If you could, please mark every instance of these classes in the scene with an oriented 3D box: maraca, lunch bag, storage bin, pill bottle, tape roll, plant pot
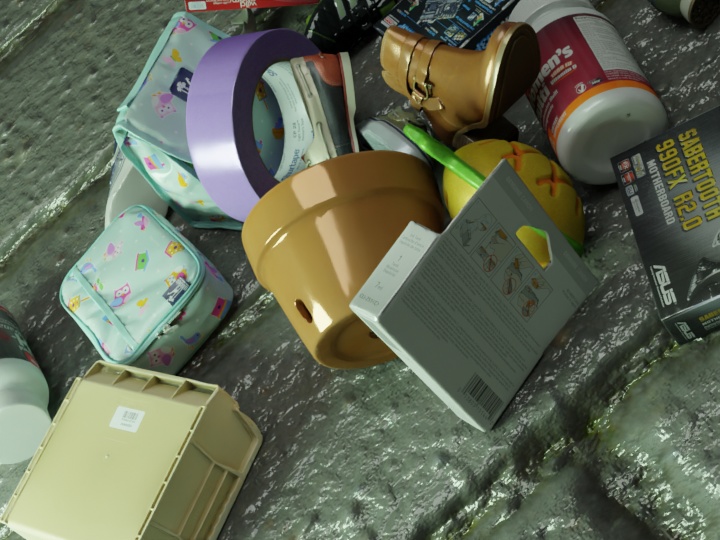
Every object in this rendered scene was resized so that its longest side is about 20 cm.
[{"bbox_3d":[0.124,-0.074,1.374,0.200,0.137,0.107,37,94,8],"label":"maraca"},{"bbox_3d":[-0.240,0.029,1.636,0.160,0.077,0.200,-46,43,-3],"label":"lunch bag"},{"bbox_3d":[-0.175,-0.165,1.647,0.121,0.200,0.171,6,61,39],"label":"lunch bag"},{"bbox_3d":[-0.227,0.205,1.482,0.199,0.094,0.199,7,62,40],"label":"storage bin"},{"bbox_3d":[-0.415,0.125,1.669,0.111,0.111,0.200,-42,44,2],"label":"pill bottle"},{"bbox_3d":[-0.097,-0.153,1.579,0.065,0.200,0.201,-4,56,35],"label":"tape roll"},{"bbox_3d":[0.213,-0.185,1.438,0.109,0.110,0.201,-32,45,13],"label":"pill bottle"},{"bbox_3d":[0.000,0.000,1.411,0.199,0.200,0.141,-29,61,16],"label":"plant pot"}]

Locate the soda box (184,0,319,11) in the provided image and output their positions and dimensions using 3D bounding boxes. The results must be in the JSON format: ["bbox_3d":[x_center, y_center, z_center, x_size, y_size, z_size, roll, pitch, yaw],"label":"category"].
[{"bbox_3d":[-0.114,-0.359,1.784,0.198,0.064,0.070,-2,39,3],"label":"soda box"}]

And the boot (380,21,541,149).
[{"bbox_3d":[0.087,-0.195,1.421,0.155,0.201,0.074,40,61,19],"label":"boot"}]

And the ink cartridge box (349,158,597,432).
[{"bbox_3d":[0.104,0.020,1.297,0.045,0.200,0.177,28,77,46],"label":"ink cartridge box"}]

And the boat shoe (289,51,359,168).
[{"bbox_3d":[-0.032,-0.128,1.551,0.062,0.071,0.202,-6,89,-8],"label":"boat shoe"}]

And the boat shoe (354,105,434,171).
[{"bbox_3d":[0.042,-0.138,1.525,0.062,0.072,0.200,-37,20,-2],"label":"boat shoe"}]

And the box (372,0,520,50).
[{"bbox_3d":[0.112,-0.275,1.598,0.159,0.046,0.200,-42,29,3],"label":"box"}]

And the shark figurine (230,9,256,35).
[{"bbox_3d":[-0.171,-0.264,1.805,0.128,0.089,0.215,12,68,40],"label":"shark figurine"}]

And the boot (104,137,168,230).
[{"bbox_3d":[-0.268,-0.115,1.775,0.090,0.072,0.201,-3,68,59],"label":"boot"}]

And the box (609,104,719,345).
[{"bbox_3d":[0.318,-0.051,1.302,0.158,0.048,0.201,-26,46,20],"label":"box"}]

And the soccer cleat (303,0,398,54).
[{"bbox_3d":[-0.002,-0.301,1.725,0.081,0.068,0.201,24,74,32],"label":"soccer cleat"}]

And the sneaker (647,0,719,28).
[{"bbox_3d":[0.351,-0.339,1.483,0.090,0.067,0.201,29,81,40],"label":"sneaker"}]
